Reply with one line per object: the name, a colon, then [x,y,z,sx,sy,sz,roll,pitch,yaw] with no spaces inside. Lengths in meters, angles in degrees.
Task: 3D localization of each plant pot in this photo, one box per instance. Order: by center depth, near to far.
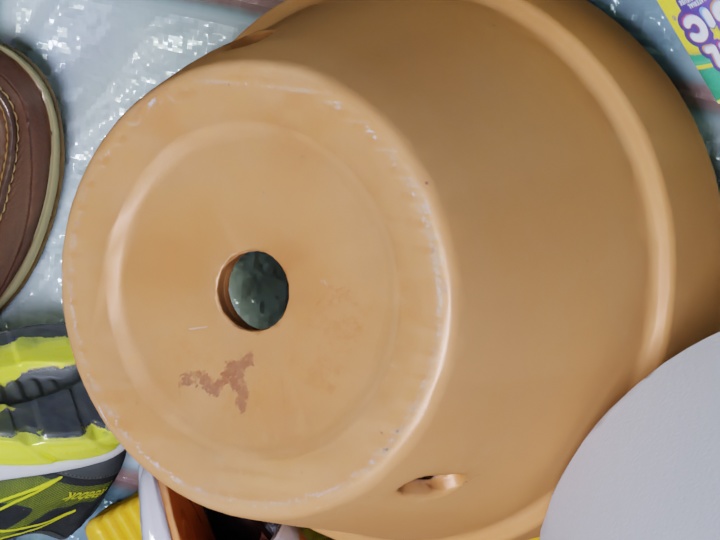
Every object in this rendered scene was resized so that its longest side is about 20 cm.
plant pot: [0.000,0.000,0.817,0.200,0.140,0.201,2,95,27]

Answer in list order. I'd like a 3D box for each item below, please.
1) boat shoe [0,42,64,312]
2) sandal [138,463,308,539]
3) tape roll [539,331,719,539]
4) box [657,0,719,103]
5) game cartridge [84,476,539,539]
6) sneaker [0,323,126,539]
boat shoe: [-0.174,0.004,0.960,0.072,0.068,0.200,38,118,8]
sandal: [-0.020,0.139,0.905,0.059,0.079,0.207,-21,117,6]
tape roll: [0.159,0.126,0.766,0.202,0.139,0.203,-2,124,-3]
box: [0.114,-0.135,0.768,0.200,0.048,0.117,57,152,-4]
game cartridge: [0.010,0.133,0.943,0.200,0.032,0.177,-29,94,28]
sneaker: [-0.175,0.077,0.934,0.199,0.075,0.085,-4,134,-17]
